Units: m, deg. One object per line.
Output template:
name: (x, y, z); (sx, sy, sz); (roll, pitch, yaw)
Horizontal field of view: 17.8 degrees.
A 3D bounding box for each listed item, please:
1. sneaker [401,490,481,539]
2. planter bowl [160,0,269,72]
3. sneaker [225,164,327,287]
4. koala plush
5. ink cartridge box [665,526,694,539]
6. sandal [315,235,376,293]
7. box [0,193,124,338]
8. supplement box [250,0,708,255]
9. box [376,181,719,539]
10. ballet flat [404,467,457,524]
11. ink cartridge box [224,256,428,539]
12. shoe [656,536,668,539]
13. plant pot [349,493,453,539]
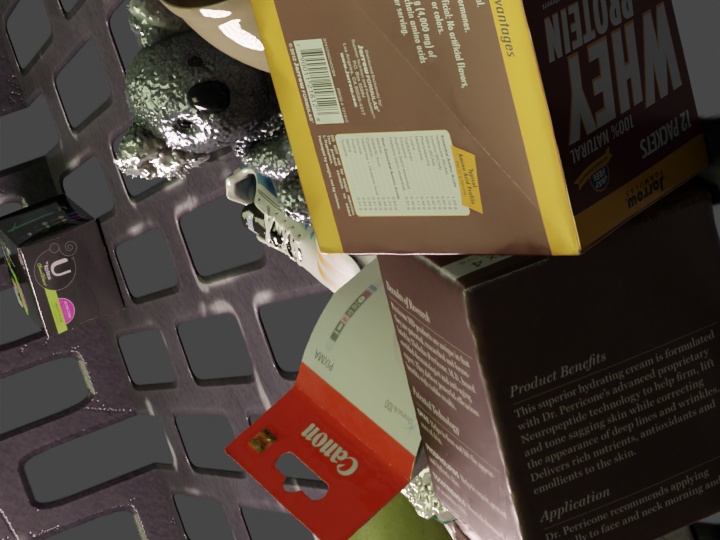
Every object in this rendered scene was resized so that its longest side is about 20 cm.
sneaker: (0.070, 0.126, 1.693); (0.200, 0.075, 0.116); (41, 144, 41)
planter bowl: (-0.027, -0.213, 1.599); (0.135, 0.200, 0.200); (46, 180, -34)
sneaker: (-0.064, -0.038, 2.116); (0.200, 0.072, 0.072); (49, 153, 49)
koala plush: (-0.092, -0.135, 1.788); (0.184, 0.198, 0.179); (-101, 14, -79)
ink cartridge box: (0.140, 0.136, 1.542); (0.067, 0.116, 0.202); (150, 99, -74)
sandal: (0.004, 0.005, 1.711); (0.079, 0.059, 0.207); (54, 170, 44)
box: (-0.445, -0.009, 3.362); (0.200, 0.123, 0.150); (32, 141, 65)
supplement box: (0.064, -0.124, 1.307); (0.199, 0.132, 0.199); (1, 113, 43)
box: (0.125, 0.052, 1.394); (0.164, 0.165, 0.202); (-144, 37, -66)
ballet flat: (0.039, 0.093, 1.627); (0.201, 0.071, 0.072); (-98, 1, -49)
ink cartridge box: (0.011, 0.074, 1.537); (0.162, 0.199, 0.057); (35, 157, 52)
shoe: (0.178, 0.209, 1.472); (0.199, 0.072, 0.091); (25, 147, 21)
plant pot: (0.053, 0.197, 1.857); (0.187, 0.185, 0.202); (-163, 68, -71)
